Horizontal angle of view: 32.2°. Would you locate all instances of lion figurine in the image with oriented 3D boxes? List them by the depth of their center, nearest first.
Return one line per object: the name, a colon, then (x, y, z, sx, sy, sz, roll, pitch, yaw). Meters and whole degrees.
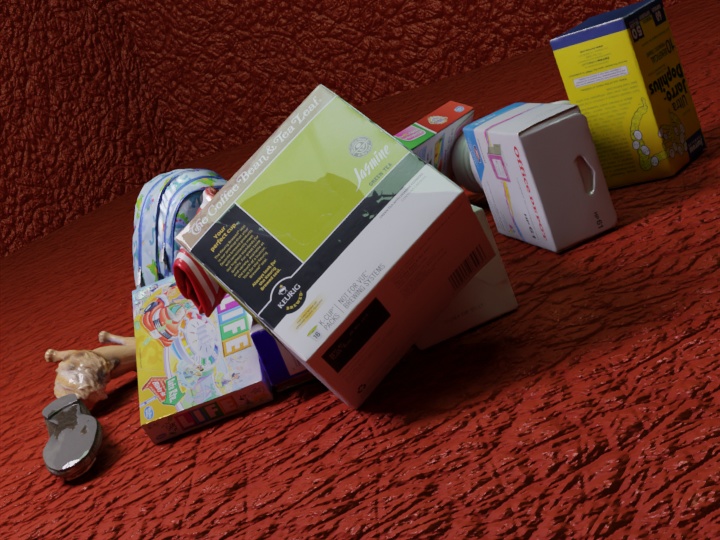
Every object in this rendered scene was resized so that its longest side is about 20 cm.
lion figurine: (-0.304, 0.114, 1.536, 0.122, 0.073, 0.199, 0, 20, 41)

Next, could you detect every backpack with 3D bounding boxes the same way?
backpack: (-0.210, -0.028, 1.568, 0.162, 0.202, 0.153, -5, -7, -32)

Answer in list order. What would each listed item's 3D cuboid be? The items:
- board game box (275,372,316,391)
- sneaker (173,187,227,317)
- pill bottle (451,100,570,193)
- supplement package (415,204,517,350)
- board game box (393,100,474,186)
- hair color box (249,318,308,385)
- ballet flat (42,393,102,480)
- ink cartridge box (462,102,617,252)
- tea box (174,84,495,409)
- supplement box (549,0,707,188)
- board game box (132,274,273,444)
board game box: (-0.047, 0.078, 1.356, 0.095, 0.030, 0.200, -21, 15, 3)
sneaker: (-0.127, -0.007, 1.278, 0.078, 0.200, 0.116, 37, 95, 33)
pill bottle: (0.217, -0.156, 1.673, 0.119, 0.121, 0.199, -29, 15, -30)
supplement package: (0.069, -0.006, 1.311, 0.113, 0.110, 0.200, -23, 12, -7)
board game box: (0.088, -0.133, 1.728, 0.040, 0.154, 0.200, 21, 31, 23)
hair color box: (-0.052, 0.044, 1.304, 0.108, 0.065, 0.200, -21, 12, 2)
ballet flat: (-0.305, 0.182, 1.328, 0.067, 0.047, 0.200, -28, 18, -13)
ink cartridge box: (0.205, -0.112, 1.448, 0.084, 0.146, 0.200, -23, 12, -10)
tea box: (-0.022, -0.022, 1.138, 0.200, 0.134, 0.197, -46, 60, -5)
supplement box: (0.334, -0.219, 1.547, 0.109, 0.202, 0.109, -9, 17, 43)
board game box: (-0.171, 0.077, 1.323, 0.133, 0.034, 0.201, -21, 43, 5)
